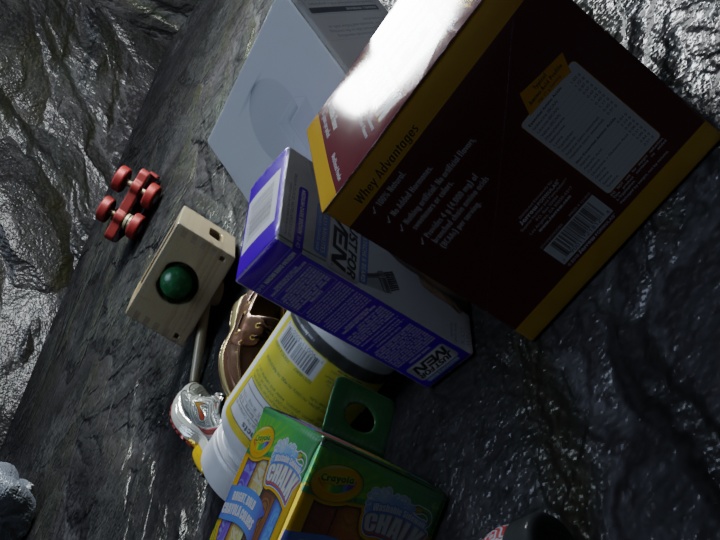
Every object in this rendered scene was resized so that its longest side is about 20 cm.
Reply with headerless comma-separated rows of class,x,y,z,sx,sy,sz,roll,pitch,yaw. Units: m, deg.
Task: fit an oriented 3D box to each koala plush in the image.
koala plush,-0.760,0.470,1.717,0.184,0.177,0.200,-47,26,3

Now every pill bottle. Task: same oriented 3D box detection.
pill bottle,-0.061,0.124,0.772,0.202,0.113,0.115,-54,26,16

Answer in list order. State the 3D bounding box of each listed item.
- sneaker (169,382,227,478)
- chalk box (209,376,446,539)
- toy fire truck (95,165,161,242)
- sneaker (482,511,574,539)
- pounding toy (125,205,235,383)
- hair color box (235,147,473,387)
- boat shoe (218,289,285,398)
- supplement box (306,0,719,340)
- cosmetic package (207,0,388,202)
sneaker,-0.163,0.180,0.971,0.083,0.077,0.199,-57,34,-1
chalk box,-0.027,0.188,0.630,0.123,0.123,0.204,5,70,63
toy fire truck,-0.575,-0.163,2.081,0.203,0.110,0.168,-62,1,-3
sneaker,0.075,0.244,0.449,0.108,0.066,0.204,-41,29,39
pounding toy,-0.261,0.032,1.258,0.186,0.140,0.200,-57,15,7
hair color box,0.000,0.000,0.677,0.065,0.198,0.111,-39,32,33
boat shoe,-0.122,0.083,0.979,0.068,0.071,0.202,-48,26,29
supplement box,0.098,-0.098,0.590,0.198,0.198,0.134,-50,27,21
cosmetic package,-0.021,-0.125,0.795,0.202,0.121,0.200,56,135,17
